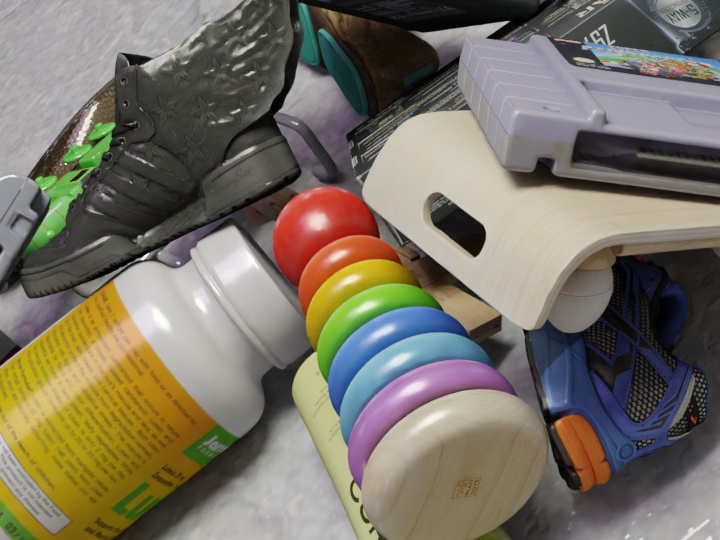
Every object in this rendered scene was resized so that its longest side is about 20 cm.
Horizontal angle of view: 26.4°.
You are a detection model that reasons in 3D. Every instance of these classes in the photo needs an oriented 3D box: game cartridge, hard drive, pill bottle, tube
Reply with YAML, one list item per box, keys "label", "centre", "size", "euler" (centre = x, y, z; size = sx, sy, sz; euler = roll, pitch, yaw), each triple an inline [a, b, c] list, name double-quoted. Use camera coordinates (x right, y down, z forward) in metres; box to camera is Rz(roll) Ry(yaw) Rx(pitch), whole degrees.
- label: "game cartridge"
  centre: [0.148, -0.066, 0.676]
  size: [0.198, 0.039, 0.130]
  euler: [7, 26, -9]
- label: "hard drive"
  centre: [-0.019, -0.171, 0.847]
  size: [0.139, 0.199, 0.033]
  euler: [10, 91, 63]
- label: "pill bottle"
  centre: [-0.122, 0.065, 0.828]
  size: [0.200, 0.111, 0.111]
  euler: [-38, 37, 2]
- label: "game cartridge"
  centre: [-0.240, 0.038, 0.864]
  size: [0.201, 0.041, 0.133]
  euler: [-60, 6, -8]
- label: "tube"
  centre: [0.024, 0.109, 0.717]
  size: [0.058, 0.052, 0.200]
  euler: [-60, 36, 22]

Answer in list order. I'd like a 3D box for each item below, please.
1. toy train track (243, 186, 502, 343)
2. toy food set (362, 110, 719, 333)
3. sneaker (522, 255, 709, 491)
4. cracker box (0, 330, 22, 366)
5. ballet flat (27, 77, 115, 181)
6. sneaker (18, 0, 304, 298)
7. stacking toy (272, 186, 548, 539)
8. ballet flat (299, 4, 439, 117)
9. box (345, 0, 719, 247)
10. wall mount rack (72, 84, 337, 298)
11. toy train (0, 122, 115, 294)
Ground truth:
- label: "toy train track"
  centre: [0.000, 0.000, 0.838]
  size: [0.114, 0.033, 0.200]
  euler: [-24, 38, -32]
- label: "toy food set"
  centre: [0.120, -0.021, 0.679]
  size: [0.199, 0.061, 0.143]
  euler: [-4, 26, -28]
- label: "sneaker"
  centre: [0.113, 0.017, 0.726]
  size: [0.078, 0.076, 0.201]
  euler: [-14, 44, 6]
- label: "cracker box"
  centre: [-0.270, 0.090, 0.972]
  size: [0.134, 0.058, 0.200]
  euler: [-49, 39, -11]
- label: "ballet flat"
  centre: [-0.206, -0.071, 1.097]
  size: [0.200, 0.046, 0.067]
  euler: [-55, 8, -27]
- label: "sneaker"
  centre: [-0.109, -0.069, 0.817]
  size: [0.199, 0.105, 0.060]
  euler: [-25, 2, 11]
- label: "stacking toy"
  centre: [0.009, 0.028, 0.710]
  size: [0.085, 0.085, 0.200]
  euler: [-35, 46, 6]
- label: "ballet flat"
  centre: [-0.007, -0.163, 1.007]
  size: [0.072, 0.068, 0.200]
  euler: [-23, 36, -14]
- label: "box"
  centre: [0.086, -0.101, 0.819]
  size: [0.199, 0.044, 0.160]
  euler: [-34, 12, 5]
- label: "wall mount rack"
  centre: [-0.113, -0.051, 0.974]
  size: [0.173, 0.075, 0.200]
  euler: [21, 66, 46]
- label: "toy train"
  centre: [-0.197, -0.041, 1.010]
  size: [0.056, 0.042, 0.200]
  euler: [-8, 30, 37]
